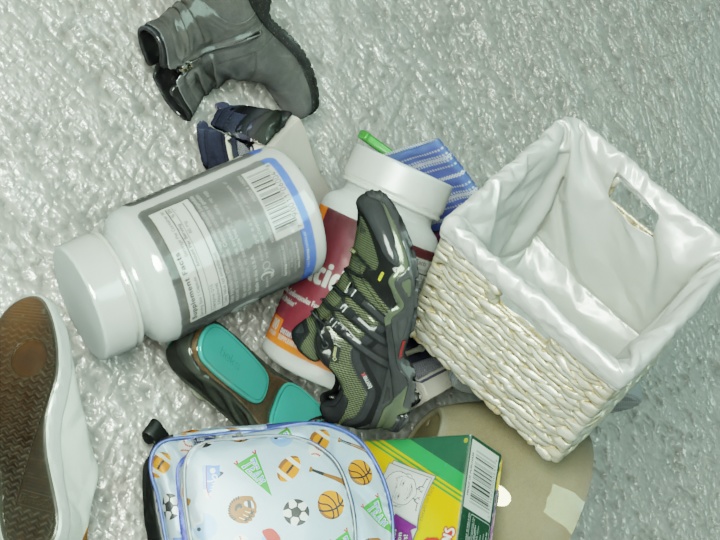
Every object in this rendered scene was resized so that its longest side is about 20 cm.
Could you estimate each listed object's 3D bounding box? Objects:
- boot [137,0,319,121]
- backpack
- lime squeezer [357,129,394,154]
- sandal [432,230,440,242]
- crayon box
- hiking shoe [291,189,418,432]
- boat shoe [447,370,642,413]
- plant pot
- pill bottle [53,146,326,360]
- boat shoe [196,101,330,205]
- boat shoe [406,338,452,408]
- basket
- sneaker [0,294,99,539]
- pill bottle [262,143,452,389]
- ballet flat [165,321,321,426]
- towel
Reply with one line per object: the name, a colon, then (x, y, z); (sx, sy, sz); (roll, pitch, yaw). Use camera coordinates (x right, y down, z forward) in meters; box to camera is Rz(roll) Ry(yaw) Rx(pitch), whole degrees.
boot: (-0.122, -0.181, 1.237); (0.132, 0.069, 0.201); (-50, 135, -18)
backpack: (-0.068, 0.202, 1.072); (0.188, 0.154, 0.203); (-6, 81, -21)
lime squeezer: (0.075, -0.074, 1.381); (0.200, 0.070, 0.038); (39, 65, -44)
sandal: (0.066, -0.013, 1.294); (0.075, 0.198, 0.049); (-52, 157, -52)
crayon box: (0.024, 0.247, 1.158); (0.058, 0.171, 0.203); (36, 56, -44)
hiking shoe: (-0.006, 0.036, 1.114); (0.099, 0.076, 0.204); (-3, 98, -10)
boat shoe: (0.173, 0.083, 1.259); (0.197, 0.072, 0.072); (14, 59, -22)
plant pot: (0.105, 0.202, 1.271); (0.133, 0.200, 0.202); (30, 54, -12)
pill bottle: (-0.136, -0.013, 1.092); (0.198, 0.113, 0.115); (-25, 95, -23)
boat shoe: (-0.083, -0.070, 1.239); (0.075, 0.092, 0.202); (-49, 143, -33)
boat shoe: (0.072, 0.070, 1.339); (0.199, 0.074, 0.094); (-20, 79, -57)
basket: (0.176, 0.015, 1.171); (0.198, 0.162, 0.200); (41, 54, 14)
sneaker: (-0.239, 0.123, 1.028); (0.085, 0.072, 0.203); (50, 32, -66)
pill bottle: (0.000, 0.000, 1.206); (0.113, 0.114, 0.203); (20, 94, -40)
ballet flat: (-0.090, 0.113, 1.168); (0.200, 0.068, 0.068); (48, 49, -25)
towel: (0.084, -0.035, 1.345); (0.201, 0.144, 0.024); (52, 54, -20)
